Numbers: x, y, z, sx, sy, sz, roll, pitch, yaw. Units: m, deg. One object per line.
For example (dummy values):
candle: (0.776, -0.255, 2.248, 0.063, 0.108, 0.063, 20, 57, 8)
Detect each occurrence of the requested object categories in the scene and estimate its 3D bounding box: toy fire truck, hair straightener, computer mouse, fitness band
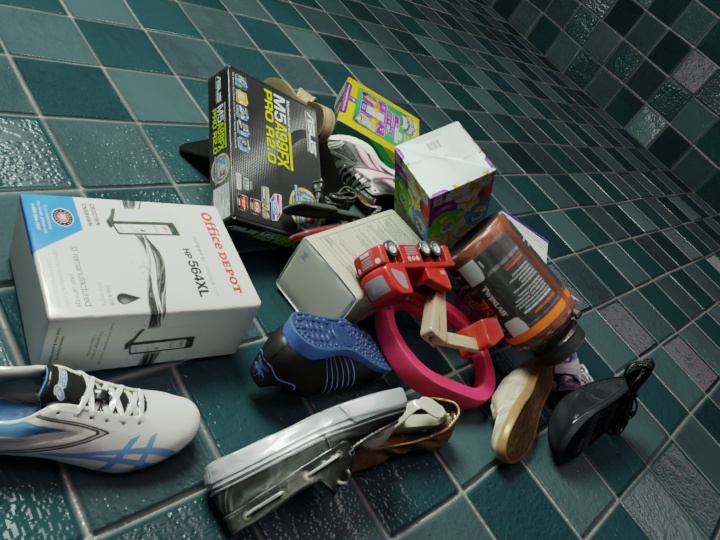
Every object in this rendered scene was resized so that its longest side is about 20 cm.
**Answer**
toy fire truck: (0.086, 0.039, 0.729, 0.198, 0.048, 0.144, -2, 67, -49)
hair straightener: (-0.032, -0.086, 0.796, 0.198, 0.040, 0.079, -15, 88, -54)
computer mouse: (0.314, 0.192, 0.830, 0.197, 0.141, 0.053, -17, 39, -35)
fitness band: (0.098, 0.099, 0.773, 0.198, 0.037, 0.146, 26, 42, -35)

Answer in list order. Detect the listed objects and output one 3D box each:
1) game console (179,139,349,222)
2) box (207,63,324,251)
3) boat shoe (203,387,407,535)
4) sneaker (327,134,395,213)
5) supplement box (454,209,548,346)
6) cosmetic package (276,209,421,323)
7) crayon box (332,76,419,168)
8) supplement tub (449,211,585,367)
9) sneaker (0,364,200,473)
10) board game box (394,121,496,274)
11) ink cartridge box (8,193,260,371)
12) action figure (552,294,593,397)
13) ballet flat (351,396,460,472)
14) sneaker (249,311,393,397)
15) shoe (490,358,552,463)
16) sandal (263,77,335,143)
game console: (-0.133, -0.132, 0.889, 0.199, 0.115, 0.179, -29, 100, -53)
box: (-0.118, -0.137, 0.776, 0.159, 0.044, 0.205, 15, 65, -49)
boat shoe: (-0.039, 0.170, 0.547, 0.196, 0.072, 0.072, -21, 78, -18)
sneaker: (0.009, -0.143, 0.977, 0.196, 0.081, 0.087, 23, 46, -9)
supplement box: (0.228, 0.007, 0.967, 0.102, 0.102, 0.201, 33, 34, -3)
cosmetic package: (0.000, 0.000, 0.787, 0.104, 0.088, 0.198, 49, 35, 15)
crayon box: (0.028, -0.265, 1.150, 0.170, 0.059, 0.202, 28, 36, -15)
supplement tub: (0.209, 0.030, 0.807, 0.201, 0.107, 0.107, 49, 35, -1)
sneaker: (-0.218, 0.112, 0.479, 0.197, 0.073, 0.073, 13, 38, -32)
board game box: (0.114, -0.089, 0.873, 0.103, 0.202, 0.104, -23, 58, -12)
ink cartridge box: (-0.216, 0.009, 0.589, 0.197, 0.085, 0.147, -2, 49, -42)
action figure: (0.307, 0.103, 0.930, 0.131, 0.068, 0.204, 64, 16, -55)
ballet flat: (0.033, 0.163, 0.639, 0.197, 0.073, 0.069, 5, 44, -37)
sneaker: (-0.039, 0.099, 0.663, 0.199, 0.078, 0.071, 26, 25, -54)
shoe: (0.203, 0.180, 0.794, 0.199, 0.052, 0.072, -37, 119, -52)
sandal: (-0.087, -0.235, 0.934, 0.069, 0.079, 0.211, 11, 18, -41)
